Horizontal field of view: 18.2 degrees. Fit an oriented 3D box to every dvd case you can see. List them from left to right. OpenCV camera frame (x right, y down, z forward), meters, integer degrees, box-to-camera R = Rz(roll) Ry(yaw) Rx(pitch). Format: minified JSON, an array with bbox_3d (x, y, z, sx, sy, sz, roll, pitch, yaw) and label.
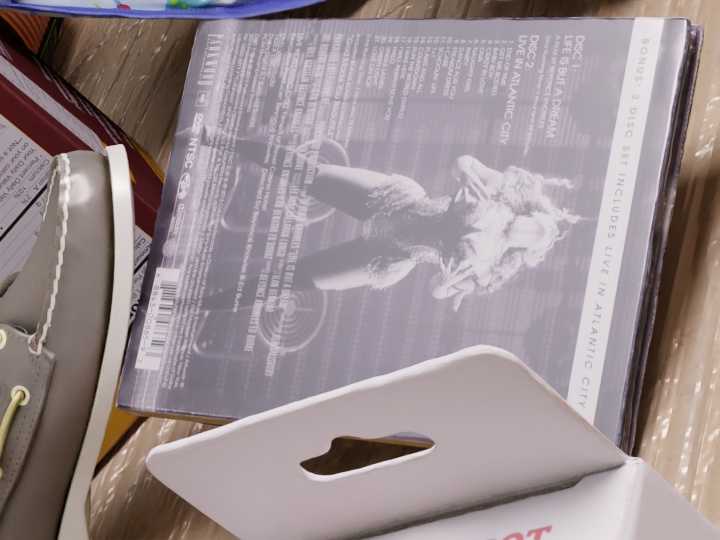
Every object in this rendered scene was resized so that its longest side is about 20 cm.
[{"bbox_3d":[0.013,-0.015,0.770,0.199,0.016,0.150,3,76,33],"label":"dvd case"}]

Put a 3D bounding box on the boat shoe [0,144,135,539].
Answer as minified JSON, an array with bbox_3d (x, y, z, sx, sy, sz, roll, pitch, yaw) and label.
[{"bbox_3d":[-0.124,0.045,0.851,0.072,0.060,0.203,-105,26,-61],"label":"boat shoe"}]

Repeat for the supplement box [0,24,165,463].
[{"bbox_3d":[-0.183,-0.034,0.988,0.133,0.200,0.197,-48,28,3],"label":"supplement box"}]

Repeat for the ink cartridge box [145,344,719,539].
[{"bbox_3d":[0.045,0.109,0.495,0.115,0.200,0.067,-20,40,41],"label":"ink cartridge box"}]

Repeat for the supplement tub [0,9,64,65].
[{"bbox_3d":[-0.235,-0.119,1.249,0.122,0.122,0.201,-27,34,34],"label":"supplement tub"}]

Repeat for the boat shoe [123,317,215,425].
[{"bbox_3d":[0.000,0.000,0.837,0.199,0.073,0.063,-21,31,25],"label":"boat shoe"}]

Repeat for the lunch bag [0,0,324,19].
[{"bbox_3d":[-0.111,-0.181,1.076,0.199,0.128,0.170,-19,22,-14],"label":"lunch bag"}]
